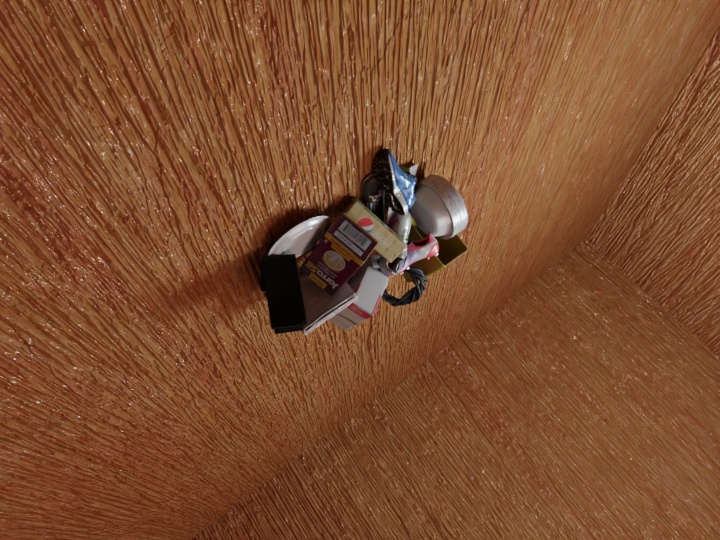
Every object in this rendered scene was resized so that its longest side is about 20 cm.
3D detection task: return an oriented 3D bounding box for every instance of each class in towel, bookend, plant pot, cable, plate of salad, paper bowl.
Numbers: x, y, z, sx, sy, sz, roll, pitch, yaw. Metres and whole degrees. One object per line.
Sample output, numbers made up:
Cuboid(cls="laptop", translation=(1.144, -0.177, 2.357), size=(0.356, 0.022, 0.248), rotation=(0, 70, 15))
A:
Cuboid(cls="towel", translation=(-0.136, 0.073, 1.656), size=(0.200, 0.191, 0.032), rotation=(-35, 142, -13))
Cuboid(cls="bookend", translation=(-0.211, 0.091, 1.507), size=(0.092, 0.200, 0.200), rotation=(-7, 156, -14))
Cuboid(cls="plant pot", translation=(0.210, -0.074, 1.908), size=(0.176, 0.200, 0.200), rotation=(-42, 172, 39))
Cuboid(cls="cable", translation=(0.135, 0.046, 1.867), size=(0.051, 0.162, 0.200), rotation=(-74, 179, -47))
Cuboid(cls="plate of salad", translation=(-0.167, -0.089, 1.502), size=(0.200, 0.048, 0.200), rotation=(-33, 166, -9))
Cuboid(cls="paper bowl", translation=(0.229, -0.187, 1.736), size=(0.104, 0.201, 0.201), rotation=(-33, 155, -16))

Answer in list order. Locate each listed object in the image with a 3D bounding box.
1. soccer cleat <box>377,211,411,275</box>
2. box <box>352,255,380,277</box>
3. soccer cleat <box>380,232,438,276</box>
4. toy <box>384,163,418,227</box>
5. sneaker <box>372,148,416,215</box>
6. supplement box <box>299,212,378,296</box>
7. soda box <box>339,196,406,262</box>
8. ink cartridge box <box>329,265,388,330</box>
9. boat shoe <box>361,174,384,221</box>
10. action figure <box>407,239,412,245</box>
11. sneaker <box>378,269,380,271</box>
Cuboid(cls="soccer cleat", translation=(0.118, -0.080, 1.679), size=(0.070, 0.086, 0.201), rotation=(13, 102, -35))
Cuboid(cls="box", translation=(0.000, 0.000, 1.813), size=(0.039, 0.042, 0.200), rotation=(-1, 162, -33))
Cuboid(cls="soccer cleat", translation=(0.148, -0.049, 1.744), size=(0.199, 0.067, 0.077), rotation=(-25, 118, 8))
Cuboid(cls="toy", translation=(0.108, -0.223, 1.677), size=(0.115, 0.047, 0.200), rotation=(-34, 150, -37))
Cuboid(cls="sneaker", translation=(0.100, -0.253, 1.541), size=(0.089, 0.078, 0.200), rotation=(-45, 131, -23))
Cuboid(cls="supplement box", translation=(-0.063, -0.042, 1.553), size=(0.200, 0.131, 0.103), rotation=(-48, -175, 49))
Cuboid(cls="soda box", translation=(0.035, -0.114, 1.588), size=(0.068, 0.200, 0.064), rotation=(-45, -162, 12))
Cuboid(cls="ink cartridge box", translation=(-0.012, 0.089, 1.755), size=(0.200, 0.085, 0.146), rotation=(-38, -156, 57))
Cuboid(cls="boat shoe", translation=(0.046, -0.201, 1.615), size=(0.067, 0.057, 0.200), rotation=(-35, 156, -14))
Cuboid(cls="action figure", translation=(0.083, -0.095, 1.772), size=(0.199, 0.103, 0.119), rotation=(3, 158, -37))
Cuboid(cls="sneaker", translation=(0.040, 0.052, 1.964), size=(0.201, 0.067, 0.108), rotation=(-42, 146, -44))
